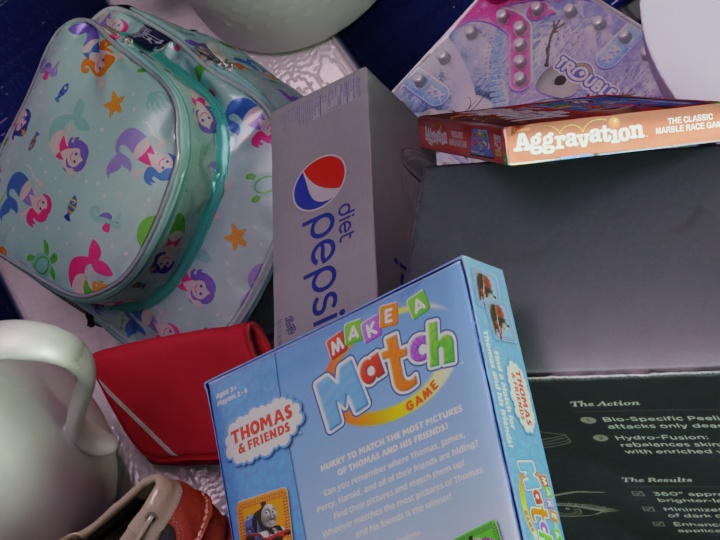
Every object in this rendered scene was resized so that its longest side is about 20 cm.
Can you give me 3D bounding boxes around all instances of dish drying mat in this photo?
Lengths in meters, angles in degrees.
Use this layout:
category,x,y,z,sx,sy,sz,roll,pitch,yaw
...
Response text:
category,x,y,z,sx,sy,sz,roll,pitch,yaw
dish drying mat,-0.085,0.068,1.139,0.018,0.077,0.200,-31,10,-27

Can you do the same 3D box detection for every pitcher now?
category,x,y,z,sx,sy,sz,roll,pitch,yaw
pitcher,-0.189,0.083,1.161,0.171,0.200,0.122,-5,60,23

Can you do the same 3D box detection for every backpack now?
category,x,y,z,sx,sy,sz,roll,pitch,yaw
backpack,-0.104,-0.041,1.224,0.200,0.150,0.178,33,102,28

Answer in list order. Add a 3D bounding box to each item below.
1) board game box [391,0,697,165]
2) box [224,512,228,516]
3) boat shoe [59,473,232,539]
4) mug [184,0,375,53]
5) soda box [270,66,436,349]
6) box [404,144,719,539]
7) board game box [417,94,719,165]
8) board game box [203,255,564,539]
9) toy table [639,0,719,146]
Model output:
category,x,y,z,sx,sy,sz,roll,pitch,yaw
board game box,0.087,-0.069,1.223,0.200,0.026,0.200,-48,53,-5
box,-0.016,0.204,1.106,0.200,0.040,0.137,29,79,36
boat shoe,-0.149,0.166,1.149,0.200,0.063,0.071,-32,34,30
mug,-0.094,-0.232,1.310,0.199,0.175,0.148,-14,57,17
soda box,0.000,0.000,1.091,0.063,0.068,0.201,-25,46,25
box,0.144,0.042,1.022,0.196,0.200,0.118,-3,61,24
board game box,0.095,-0.068,1.039,0.102,0.200,0.020,-8,97,-9
board game box,0.013,0.115,0.920,0.151,0.037,0.201,-26,65,32
toy table,0.221,-0.072,1.084,0.183,0.117,0.201,-28,60,-4
